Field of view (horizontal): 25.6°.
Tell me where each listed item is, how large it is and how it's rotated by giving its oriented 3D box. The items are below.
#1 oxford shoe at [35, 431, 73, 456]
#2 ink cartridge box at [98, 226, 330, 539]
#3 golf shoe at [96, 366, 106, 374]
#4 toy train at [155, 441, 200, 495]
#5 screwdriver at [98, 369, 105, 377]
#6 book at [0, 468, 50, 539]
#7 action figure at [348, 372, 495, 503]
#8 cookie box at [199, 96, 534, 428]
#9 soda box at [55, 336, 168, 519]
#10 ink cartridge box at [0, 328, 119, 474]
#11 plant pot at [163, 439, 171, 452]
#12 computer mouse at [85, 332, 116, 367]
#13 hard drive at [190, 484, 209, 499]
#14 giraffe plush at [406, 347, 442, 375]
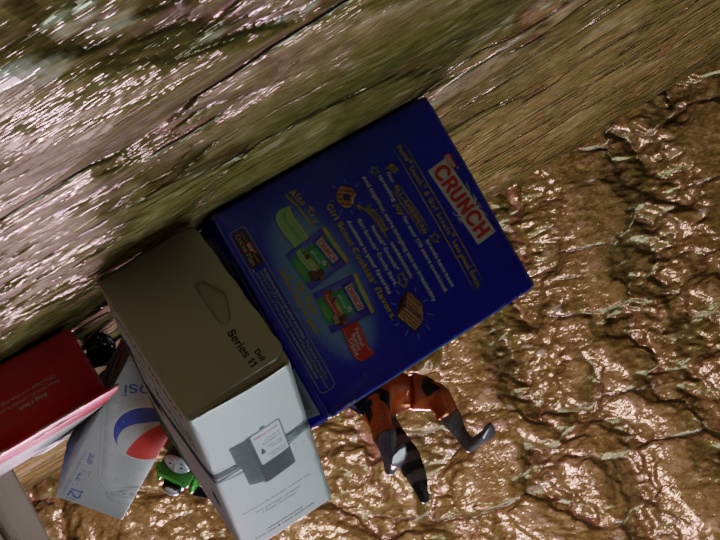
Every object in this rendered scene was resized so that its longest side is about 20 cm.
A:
[{"bbox_3d":[-0.286,0.126,1.442,0.057,0.076,0.199,28,153,-36],"label":"oxford shoe"},{"bbox_3d":[-0.103,0.088,1.149,0.083,0.147,0.201,-30,145,-13],"label":"ink cartridge box"},{"bbox_3d":[-0.182,0.070,1.569,0.198,0.089,0.077,-9,-168,5],"label":"golf shoe"},{"bbox_3d":[-0.116,0.095,1.313,0.057,0.041,0.201,108,5,-56],"label":"toy train"},{"bbox_3d":[-0.186,0.085,1.392,0.029,0.028,0.200,13,162,-26],"label":"screwdriver"},{"bbox_3d":[-0.338,0.242,1.458,0.048,0.201,0.133,-30,176,-38],"label":"book"},{"bbox_3d":[-0.011,0.110,1.350,0.199,0.193,0.105,-20,134,-33],"label":"action figure"},{"bbox_3d":[0.004,-0.005,1.191,0.199,0.172,0.075,-30,180,-22],"label":"cookie box"},{"bbox_3d":[-0.186,0.110,1.313,0.201,0.063,0.069,-59,-162,30],"label":"soda box"},{"bbox_3d":[-0.275,0.113,1.263,0.116,0.068,0.200,-31,177,-29],"label":"ink cartridge box"},{"bbox_3d":[-0.149,0.118,1.862,0.200,0.187,0.186,-46,-176,-29],"label":"plant pot"},{"bbox_3d":[-0.167,0.040,1.451,0.198,0.046,0.140,-20,180,-8],"label":"computer mouse"},{"bbox_3d":[-0.144,0.127,1.711,0.038,0.202,0.139,3,-159,37],"label":"hard drive"},{"bbox_3d":[0.034,-0.002,1.652,0.171,0.202,0.162,-3,159,-24],"label":"giraffe plush"}]
